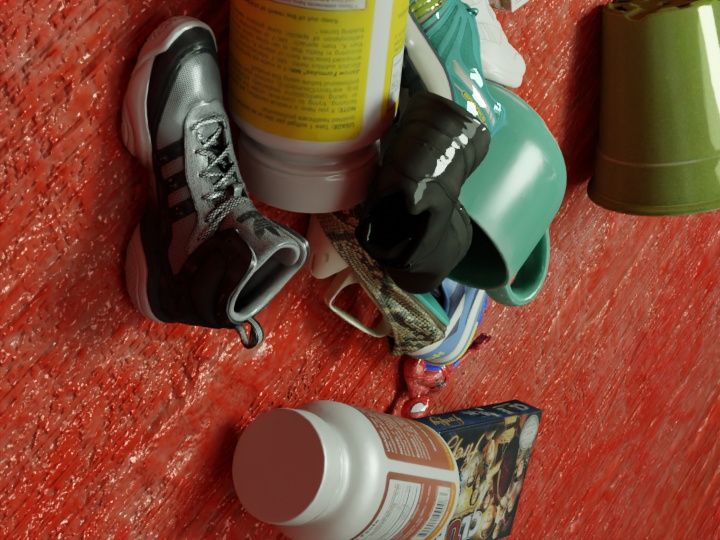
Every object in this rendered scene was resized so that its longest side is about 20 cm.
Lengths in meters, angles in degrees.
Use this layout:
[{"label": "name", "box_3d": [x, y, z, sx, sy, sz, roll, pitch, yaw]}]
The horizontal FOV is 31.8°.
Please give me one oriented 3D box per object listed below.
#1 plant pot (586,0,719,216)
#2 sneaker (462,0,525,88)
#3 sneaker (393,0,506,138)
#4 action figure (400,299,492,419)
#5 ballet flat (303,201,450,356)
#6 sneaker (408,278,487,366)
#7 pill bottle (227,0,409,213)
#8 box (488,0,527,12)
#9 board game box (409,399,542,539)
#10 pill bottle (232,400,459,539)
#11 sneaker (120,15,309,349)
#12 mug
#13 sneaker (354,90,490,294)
[{"label": "plant pot", "box_3d": [0.311, -0.179, 1.253, 0.200, 0.199, 0.191, -33, 119, -42]}, {"label": "sneaker", "box_3d": [0.083, -0.200, 0.985, 0.200, 0.075, 0.100, 17, 94, -57]}, {"label": "sneaker", "box_3d": [0.039, -0.173, 0.879, 0.079, 0.077, 0.201, -24, 94, -30]}, {"label": "action figure", "box_3d": [0.091, 0.051, 1.156, 0.201, 0.051, 0.065, -58, 149, -14]}, {"label": "ballet flat", "box_3d": [0.000, 0.000, 0.975, 0.075, 0.068, 0.200, -31, 128, 4]}, {"label": "sneaker", "box_3d": [0.077, -0.015, 1.076, 0.082, 0.074, 0.201, 10, 97, -54]}, {"label": "pill bottle", "box_3d": [-0.028, -0.145, 0.810, 0.114, 0.114, 0.201, -32, 139, -43]}, {"label": "box", "box_3d": [0.112, -0.307, 1.005, 0.041, 0.039, 0.201, -41, 137, -38]}, {"label": "board game box", "box_3d": [0.096, 0.198, 1.185, 0.199, 0.034, 0.136, -1, 108, -55]}, {"label": "pill bottle", "box_3d": [-0.011, 0.164, 1.006, 0.200, 0.112, 0.113, 24, 87, -56]}, {"label": "sneaker", "box_3d": [-0.085, -0.051, 0.784, 0.075, 0.113, 0.201, -20, 123, -50]}, {"label": "mug", "box_3d": [0.084, -0.069, 0.988, 0.115, 0.151, 0.185, -54, 159, -17]}, {"label": "sneaker", "box_3d": [0.030, -0.033, 0.851, 0.091, 0.076, 0.200, -56, 163, -26]}]
